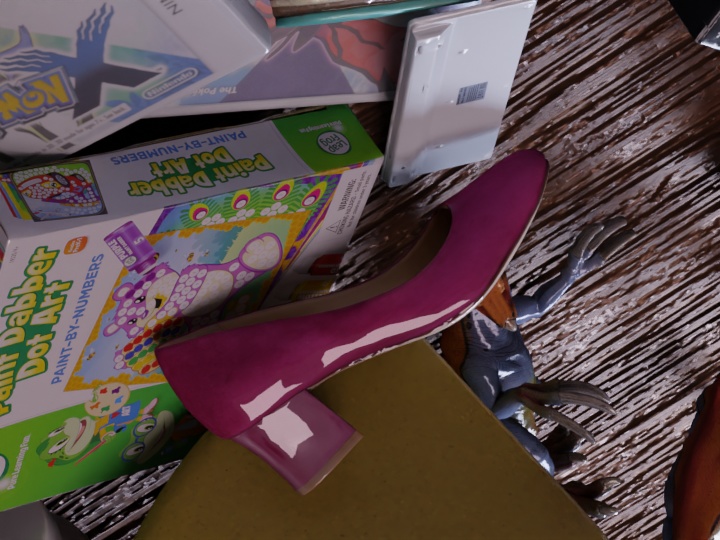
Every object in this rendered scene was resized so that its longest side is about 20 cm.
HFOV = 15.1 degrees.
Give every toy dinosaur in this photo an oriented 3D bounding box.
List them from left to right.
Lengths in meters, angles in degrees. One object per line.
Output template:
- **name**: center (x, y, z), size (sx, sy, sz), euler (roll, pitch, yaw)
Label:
- **toy dinosaur**: center (0.065, 0.061, 1.376), size (0.200, 0.105, 0.182), euler (-31, 126, 18)
- **toy dinosaur**: center (0.209, 0.089, 1.434), size (0.105, 0.182, 0.200), euler (2, 178, 25)

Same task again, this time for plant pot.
- **plant pot**: center (-0.012, 0.170, 1.315), size (0.200, 0.194, 0.196), euler (-35, 155, -17)

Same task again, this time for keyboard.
- **keyboard**: center (0.042, -0.079, 1.216), size (0.056, 0.011, 0.200), euler (-19, 165, -9)

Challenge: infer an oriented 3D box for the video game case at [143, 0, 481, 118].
- **video game case**: center (-0.031, -0.142, 1.165), size (0.199, 0.023, 0.183), euler (-6, 136, -23)

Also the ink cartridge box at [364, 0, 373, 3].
- **ink cartridge box**: center (0.017, -0.208, 0.975), size (0.129, 0.125, 0.200), euler (-43, 170, -45)

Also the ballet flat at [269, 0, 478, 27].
- **ballet flat**: center (0.048, -0.143, 1.154), size (0.199, 0.067, 0.063), euler (-8, 97, -24)

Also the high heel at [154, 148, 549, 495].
- **high heel**: center (0.000, 0.000, 1.244), size (0.096, 0.067, 0.200), euler (42, 75, -10)

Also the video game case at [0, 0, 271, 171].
- **video game case**: center (-0.165, -0.100, 1.105), size (0.199, 0.022, 0.182), euler (-25, 141, 18)

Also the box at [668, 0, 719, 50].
- **box**: center (0.248, -0.156, 1.260), size (0.199, 0.079, 0.141), euler (14, 123, -39)

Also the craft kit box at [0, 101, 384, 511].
- **craft kit box**: center (-0.105, 0.021, 1.246), size (0.197, 0.049, 0.200), euler (-12, 142, -31)

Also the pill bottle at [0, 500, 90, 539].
- **pill bottle**: center (-0.170, 0.191, 1.374), size (0.115, 0.116, 0.200), euler (-24, 140, -3)
